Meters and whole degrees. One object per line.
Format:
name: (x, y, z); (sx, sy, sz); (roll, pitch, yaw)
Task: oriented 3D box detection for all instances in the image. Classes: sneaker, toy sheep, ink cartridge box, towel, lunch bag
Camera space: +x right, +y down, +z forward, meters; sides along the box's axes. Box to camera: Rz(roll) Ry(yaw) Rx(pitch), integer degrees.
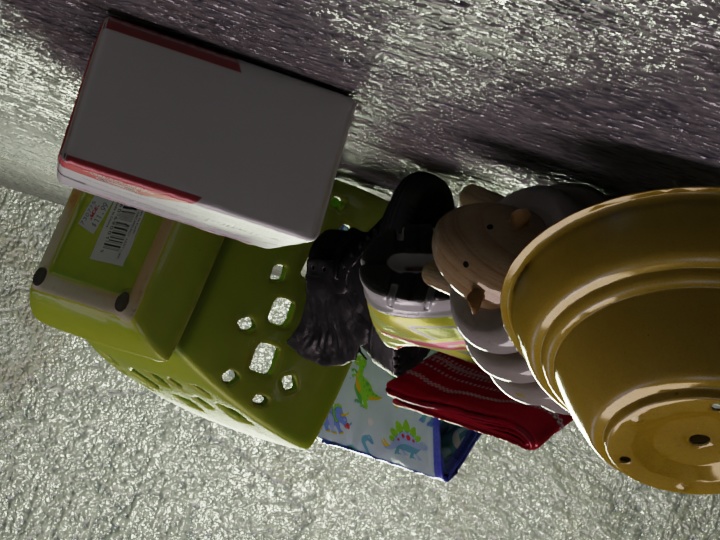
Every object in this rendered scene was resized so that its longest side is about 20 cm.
sneaker: (0.002, -0.002, 1.357); (0.104, 0.201, 0.060); (35, -130, 29)
sneaker: (0.097, 0.020, 1.275); (0.199, 0.079, 0.091); (6, 143, 0)
toy sheep: (0.118, 0.017, 1.126); (0.199, 0.139, 0.138); (25, 173, -34)
ink cartridge box: (-0.094, -0.072, 1.151); (0.143, 0.084, 0.200); (18, 176, -9)
towel: (0.128, 0.044, 1.315); (0.144, 0.200, 0.023); (15, 132, 49)
lunch bag: (0.043, 0.076, 1.823); (0.169, 0.201, 0.127); (14, 175, 40)

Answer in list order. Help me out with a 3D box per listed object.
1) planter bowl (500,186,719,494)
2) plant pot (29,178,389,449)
planter bowl: (0.166, 0.052, 0.985); (0.199, 0.084, 0.201); (4, 144, 3)
plant pot: (-0.117, -0.004, 1.497); (0.198, 0.201, 0.181); (14, 168, 48)
